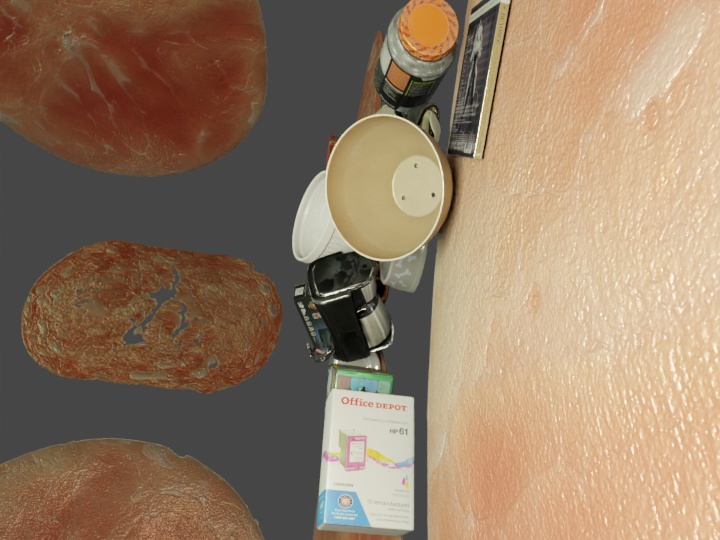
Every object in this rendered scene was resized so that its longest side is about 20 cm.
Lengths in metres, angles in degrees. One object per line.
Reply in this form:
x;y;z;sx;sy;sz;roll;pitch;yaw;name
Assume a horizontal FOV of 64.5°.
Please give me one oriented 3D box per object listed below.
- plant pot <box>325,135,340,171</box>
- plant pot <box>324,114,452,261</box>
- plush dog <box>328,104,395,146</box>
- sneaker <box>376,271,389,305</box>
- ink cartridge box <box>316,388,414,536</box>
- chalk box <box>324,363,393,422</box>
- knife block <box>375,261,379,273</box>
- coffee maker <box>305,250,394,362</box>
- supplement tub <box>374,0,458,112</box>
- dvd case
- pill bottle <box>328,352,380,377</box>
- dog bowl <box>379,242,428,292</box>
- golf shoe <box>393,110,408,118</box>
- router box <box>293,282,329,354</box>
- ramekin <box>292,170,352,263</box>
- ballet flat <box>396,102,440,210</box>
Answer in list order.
-0.008;-0.197;1.436;0.202;0.170;0.205;-93;12;-56;plant pot
0.060;-0.127;0.867;0.133;0.196;0.207;-17;-60;-58;plant pot
0.025;-0.234;1.247;0.173;0.155;0.206;63;-154;-59;plush dog
0.036;0.015;1.326;0.077;0.076;0.205;130;146;-51;sneaker
0.010;0.303;0.910;0.085;0.140;0.205;109;166;-59;ink cartridge box
-0.003;0.265;1.160;0.200;0.120;0.129;155;123;-81;chalk box
0.000;0.000;1.257;0.175;0.063;0.205;-41;38;42;knife block
-0.038;0.082;1.128;0.135;0.190;0.203;43;163;43;coffee maker
0.093;-0.363;0.968;0.200;0.118;0.127;143;134;-80;supplement tub
0.156;-0.257;0.767;0.149;0.015;0.207;-107;24;-76;dvd case
-0.020;0.233;1.368;0.200;0.110;0.118;134;143;-78;pill bottle
0.078;-0.061;1.061;0.200;0.057;0.207;-174;90;-83;dog bowl
0.057;-0.215;1.039;0.203;0.075;0.096;-71;-33;-44;golf shoe
-0.071;0.116;1.469;0.063;0.145;0.204;-90;-17;-53;router box
-0.063;-0.104;1.254;0.199;0.103;0.206;-40;41;46;ramekin
0.101;-0.199;0.969;0.068;0.067;0.206;-17;61;51;ballet flat
